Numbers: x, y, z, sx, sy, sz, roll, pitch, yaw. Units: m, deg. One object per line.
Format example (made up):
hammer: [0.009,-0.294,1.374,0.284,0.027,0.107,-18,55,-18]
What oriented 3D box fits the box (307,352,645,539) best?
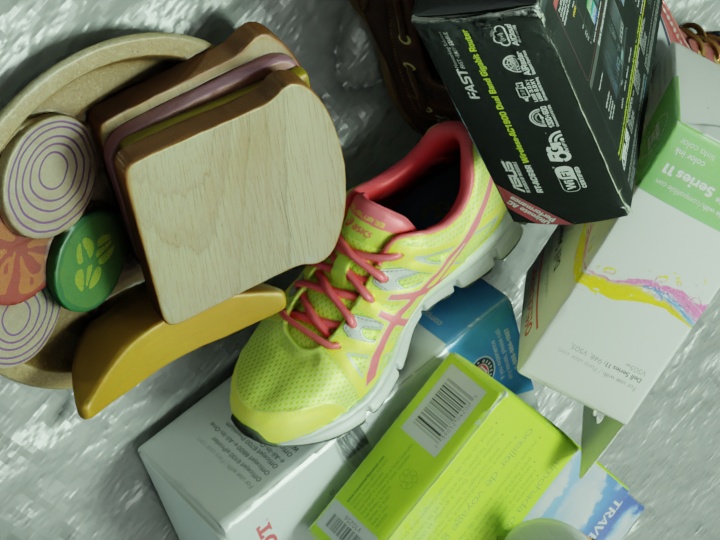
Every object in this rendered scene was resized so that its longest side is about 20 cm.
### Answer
box: [0.069,0.132,1.110,0.122,0.048,0.200,-51,144,0]

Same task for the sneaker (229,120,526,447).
sneaker: [0.000,0.000,1.037,0.200,0.078,0.090,-49,151,-14]

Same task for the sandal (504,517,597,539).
sandal: [0.116,0.190,1.112,0.059,0.079,0.207,-29,148,-25]

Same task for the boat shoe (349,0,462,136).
boat shoe: [0.047,-0.111,1.034,0.070,0.070,0.200,-48,140,-6]

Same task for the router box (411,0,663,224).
router box: [0.092,-0.144,0.979,0.150,0.062,0.200,59,35,-47]

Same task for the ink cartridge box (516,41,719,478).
ink cartridge box: [0.139,-0.004,1.067,0.067,0.117,0.200,27,116,-6]

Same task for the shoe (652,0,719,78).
shoe: [0.177,-0.116,1.156,0.091,0.071,0.200,-43,144,-14]

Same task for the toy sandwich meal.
toy sandwich meal: [-0.097,-0.020,0.960,0.205,0.070,0.205,-24,131,-30]

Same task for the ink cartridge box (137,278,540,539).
ink cartridge box: [-0.004,0.101,1.120,0.200,0.084,0.145,-38,139,-19]
